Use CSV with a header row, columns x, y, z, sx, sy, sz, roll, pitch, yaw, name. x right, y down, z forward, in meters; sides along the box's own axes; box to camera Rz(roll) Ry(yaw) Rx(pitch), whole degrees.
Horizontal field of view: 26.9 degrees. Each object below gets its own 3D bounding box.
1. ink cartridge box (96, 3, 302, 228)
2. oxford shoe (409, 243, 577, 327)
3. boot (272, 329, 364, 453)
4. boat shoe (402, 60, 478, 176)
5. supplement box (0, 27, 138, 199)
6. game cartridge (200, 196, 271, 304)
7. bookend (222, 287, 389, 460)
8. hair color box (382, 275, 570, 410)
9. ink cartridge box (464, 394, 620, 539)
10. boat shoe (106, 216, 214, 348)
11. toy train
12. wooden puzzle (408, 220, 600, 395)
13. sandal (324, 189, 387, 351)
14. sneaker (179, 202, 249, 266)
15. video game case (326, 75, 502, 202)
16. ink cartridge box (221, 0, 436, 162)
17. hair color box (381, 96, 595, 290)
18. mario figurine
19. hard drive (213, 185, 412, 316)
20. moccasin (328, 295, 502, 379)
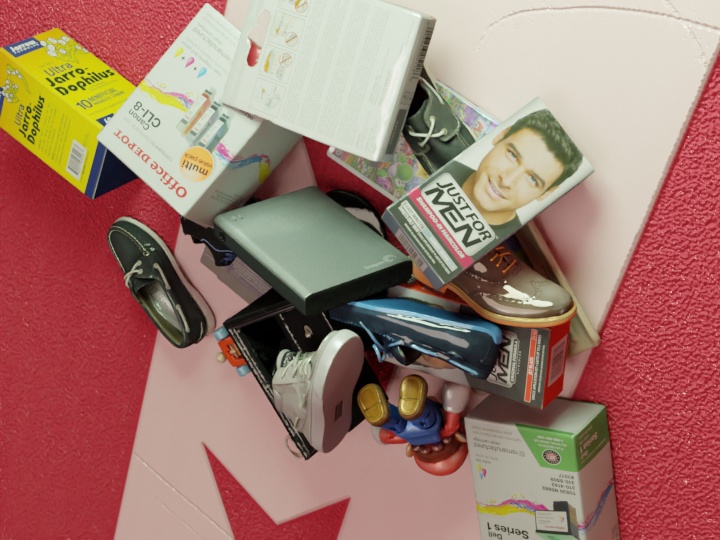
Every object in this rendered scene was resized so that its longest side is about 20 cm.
x,y,z,sx,sy,sz,roll,pitch,yaw,name
-0.167,-0.168,1.711,0.145,0.145,0.200,41,95,12,ink cartridge box
0.138,0.000,1.597,0.200,0.071,0.073,22,133,24,oxford shoe
-0.057,0.117,1.662,0.095,0.074,0.200,36,143,22,boot
0.069,-0.154,1.614,0.072,0.068,0.200,-34,84,25,boat shoe
-0.365,-0.202,1.922,0.200,0.109,0.110,37,129,17,supplement box
-0.105,0.000,1.877,0.200,0.038,0.130,38,133,16,game cartridge
-0.035,0.106,1.769,0.199,0.092,0.200,-19,104,54,bookend
0.126,0.073,1.660,0.199,0.061,0.102,16,116,28,hair color box
0.210,0.250,1.726,0.144,0.084,0.201,6,115,35,ink cartridge box
-0.275,0.015,1.993,0.200,0.060,0.076,47,131,9,boat shoe
-0.099,0.140,1.932,0.200,0.056,0.150,56,146,-5,toy train
0.149,0.039,1.695,0.200,0.046,0.186,-28,94,42,wooden puzzle
0.000,0.000,1.769,0.075,0.045,0.201,-16,93,25,sandal
-0.204,-0.086,1.850,0.200,0.070,0.078,48,124,38,sneaker
0.072,-0.136,1.663,0.200,0.018,0.143,36,112,18,video game case
-0.035,-0.219,1.593,0.200,0.050,0.163,23,103,24,ink cartridge box
0.131,-0.079,1.555,0.099,0.200,0.061,53,171,3,hair color box
0.066,0.164,1.752,0.123,0.106,0.200,24,168,30,mario figurine
-0.055,-0.024,1.675,0.200,0.139,0.033,39,138,44,hard drive
0.051,0.072,1.617,0.199,0.080,0.068,14,102,29,moccasin
